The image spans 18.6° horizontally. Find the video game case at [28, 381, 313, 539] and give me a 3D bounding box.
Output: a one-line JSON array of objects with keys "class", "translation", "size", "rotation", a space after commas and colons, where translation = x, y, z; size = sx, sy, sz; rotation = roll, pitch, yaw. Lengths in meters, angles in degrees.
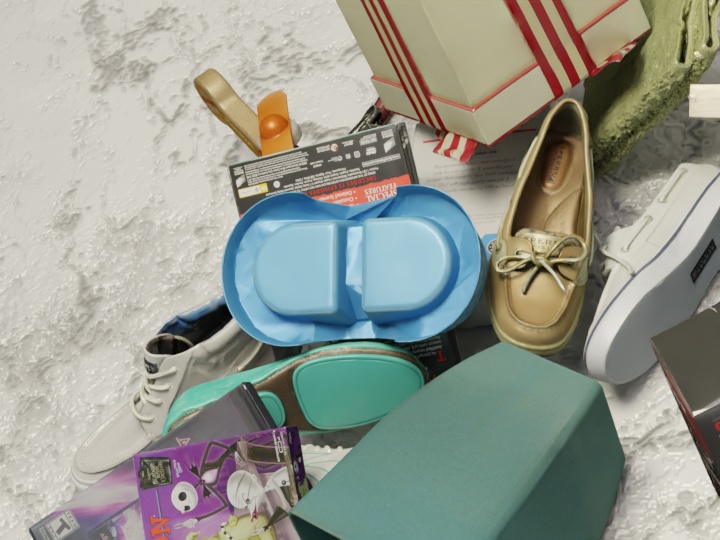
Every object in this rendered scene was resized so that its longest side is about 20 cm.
[{"class": "video game case", "translation": [-0.123, 0.192, 1.554], "size": [0.200, 0.019, 0.143], "rotation": [-35, 78, 15]}]

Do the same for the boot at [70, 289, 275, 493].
[{"class": "boot", "translation": [-0.152, 0.087, 1.677], "size": [0.200, 0.096, 0.074], "rotation": [-36, 47, -5]}]

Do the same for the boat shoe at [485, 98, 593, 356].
[{"class": "boat shoe", "translation": [0.131, -0.032, 1.575], "size": [0.073, 0.063, 0.201], "rotation": [7, 56, 1]}]

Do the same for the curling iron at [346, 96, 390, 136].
[{"class": "curling iron", "translation": [0.042, -0.163, 1.829], "size": [0.200, 0.026, 0.050], "rotation": [-55, 14, -25]}]

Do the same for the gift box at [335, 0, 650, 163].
[{"class": "gift box", "translation": [0.090, -0.196, 1.629], "size": [0.184, 0.187, 0.200], "rotation": [-34, 28, -11]}]

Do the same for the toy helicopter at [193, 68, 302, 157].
[{"class": "toy helicopter", "translation": [-0.072, -0.097, 1.741], "size": [0.079, 0.132, 0.200], "rotation": [-40, 61, -8]}]

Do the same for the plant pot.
[{"class": "plant pot", "translation": [0.083, 0.157, 1.484], "size": [0.141, 0.142, 0.200], "rotation": [23, 61, 37]}]

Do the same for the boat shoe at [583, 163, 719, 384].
[{"class": "boat shoe", "translation": [0.202, -0.006, 1.598], "size": [0.086, 0.075, 0.202], "rotation": [20, 62, 35]}]

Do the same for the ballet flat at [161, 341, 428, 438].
[{"class": "ballet flat", "translation": [-0.051, 0.087, 1.605], "size": [0.199, 0.068, 0.070], "rotation": [-17, 24, -1]}]

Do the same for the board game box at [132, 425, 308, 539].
[{"class": "board game box", "translation": [-0.085, 0.215, 1.517], "size": [0.120, 0.032, 0.201], "rotation": [-12, 84, 21]}]

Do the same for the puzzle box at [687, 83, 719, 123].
[{"class": "puzzle box", "translation": [0.347, -0.118, 1.578], "size": [0.199, 0.133, 0.026], "rotation": [2, 92, 22]}]

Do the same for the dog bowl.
[{"class": "dog bowl", "translation": [0.000, 0.000, 1.577], "size": [0.199, 0.050, 0.112], "rotation": [-3, 81, 23]}]

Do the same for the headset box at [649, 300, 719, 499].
[{"class": "headset box", "translation": [0.281, 0.078, 1.406], "size": [0.148, 0.200, 0.075], "rotation": [-27, 47, 2]}]

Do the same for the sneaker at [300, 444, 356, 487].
[{"class": "sneaker", "translation": [-0.028, 0.153, 1.584], "size": [0.200, 0.071, 0.080], "rotation": [-22, 42, 10]}]

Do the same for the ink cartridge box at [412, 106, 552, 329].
[{"class": "ink cartridge box", "translation": [0.097, -0.056, 1.691], "size": [0.116, 0.068, 0.201], "rotation": [-4, 53, 22]}]

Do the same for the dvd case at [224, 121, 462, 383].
[{"class": "dvd case", "translation": [-0.011, 0.003, 1.632], "size": [0.145, 0.022, 0.201], "rotation": [-13, 92, 23]}]

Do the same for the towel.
[{"class": "towel", "translation": [0.220, -0.162, 1.662], "size": [0.036, 0.200, 0.149], "rotation": [23, 57, -13]}]
